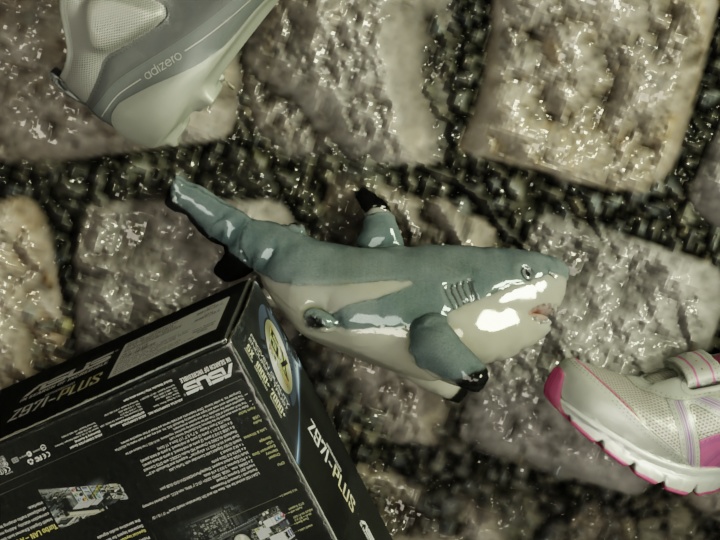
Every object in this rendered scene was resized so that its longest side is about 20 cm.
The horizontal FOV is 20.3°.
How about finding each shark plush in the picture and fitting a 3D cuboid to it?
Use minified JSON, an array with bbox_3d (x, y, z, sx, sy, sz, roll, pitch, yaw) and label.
[{"bbox_3d":[0.000,0.000,1.009,0.199,0.091,0.084,20,82,11],"label":"shark plush"}]

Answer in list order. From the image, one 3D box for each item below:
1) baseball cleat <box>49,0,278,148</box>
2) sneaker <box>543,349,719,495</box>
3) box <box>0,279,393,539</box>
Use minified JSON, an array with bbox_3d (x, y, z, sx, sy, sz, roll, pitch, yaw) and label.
[{"bbox_3d":[-0.072,-0.155,0.941,0.106,0.070,0.200,35,98,-13],"label":"baseball cleat"},{"bbox_3d":[0.189,0.066,1.020,0.199,0.081,0.089,13,101,-17],"label":"sneaker"},{"bbox_3d":[-0.106,0.124,0.980,0.199,0.086,0.164,-24,105,13],"label":"box"}]
